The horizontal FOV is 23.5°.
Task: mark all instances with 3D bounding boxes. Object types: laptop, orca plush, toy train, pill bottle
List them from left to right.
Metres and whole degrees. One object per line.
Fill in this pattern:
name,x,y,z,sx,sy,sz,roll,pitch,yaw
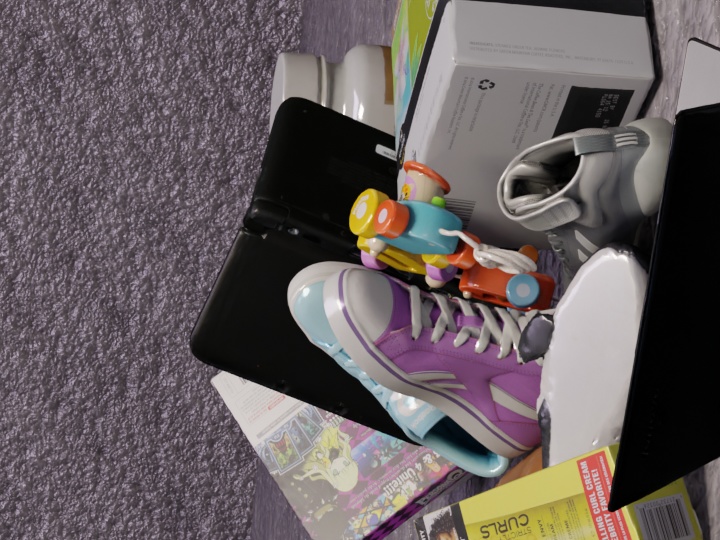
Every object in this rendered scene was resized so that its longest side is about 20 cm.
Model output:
pill bottle,0.028,-0.129,1.442,0.114,0.200,0.115,-176,90,-81
toy train,0.071,-0.019,1.124,0.200,0.150,0.056,55,-129,-75
orca plush,0.157,0.078,1.046,0.105,0.071,0.200,1,99,37
laptop,0.148,-0.008,0.859,0.200,0.116,0.188,-132,47,-65

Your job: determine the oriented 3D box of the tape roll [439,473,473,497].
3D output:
tape roll,0.010,0.088,1.463,0.139,0.202,0.203,-94,12,-48

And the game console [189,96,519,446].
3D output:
game console,0.000,0.000,1.253,0.116,0.200,0.176,128,160,-49

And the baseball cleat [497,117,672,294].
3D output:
baseball cleat,0.128,-0.035,1.051,0.200,0.106,0.070,105,161,-60

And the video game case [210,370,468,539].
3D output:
video game case,0.011,0.094,1.308,0.181,0.200,0.036,54,-174,26

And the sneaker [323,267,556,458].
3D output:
sneaker,0.076,0.037,1.091,0.114,0.200,0.073,-33,41,33

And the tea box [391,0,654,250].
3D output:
tea box,0.102,-0.151,1.185,0.200,0.133,0.197,106,166,-55

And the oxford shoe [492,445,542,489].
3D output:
oxford shoe,0.127,0.154,1.177,0.071,0.071,0.200,-58,0,-16

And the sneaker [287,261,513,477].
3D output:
sneaker,0.035,0.069,1.182,0.074,0.200,0.082,-50,18,18

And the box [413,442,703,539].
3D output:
box,0.110,0.154,1.002,0.200,0.050,0.075,-31,71,54
